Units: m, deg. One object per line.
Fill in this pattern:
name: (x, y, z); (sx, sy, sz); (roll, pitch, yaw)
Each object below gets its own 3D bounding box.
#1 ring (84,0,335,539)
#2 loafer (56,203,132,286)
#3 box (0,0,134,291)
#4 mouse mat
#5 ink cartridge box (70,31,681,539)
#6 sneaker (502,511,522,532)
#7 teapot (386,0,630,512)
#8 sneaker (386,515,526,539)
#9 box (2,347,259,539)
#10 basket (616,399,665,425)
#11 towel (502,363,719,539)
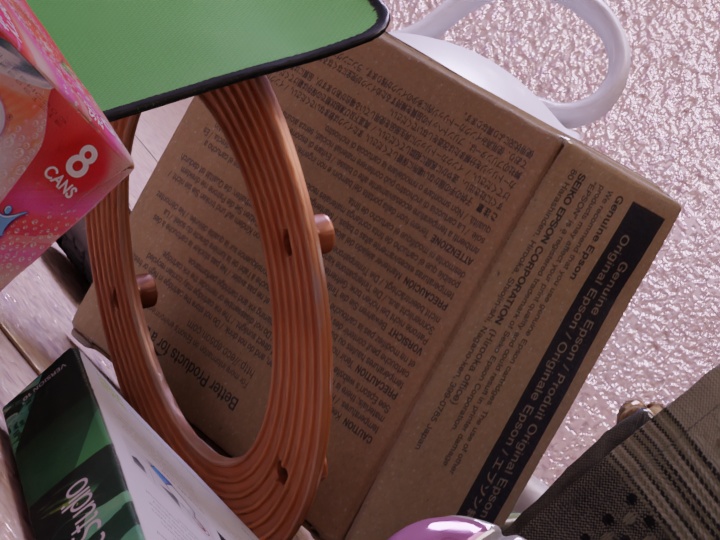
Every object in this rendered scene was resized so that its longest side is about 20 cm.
ring: (-0.051, -0.001, 0.942); (0.200, 0.019, 0.202); (36, -48, 55)
loafer: (-0.075, 0.002, 1.251); (0.073, 0.071, 0.200); (50, 3, 25)
box: (-0.155, -0.075, 0.767); (0.103, 0.095, 0.200); (48, 3, -41)
mouse mat: (-0.108, -0.088, 0.892); (0.161, 0.199, 0.008); (-128, -153, -47)
ink cartridge box: (0.000, 0.000, 1.022); (0.075, 0.165, 0.200); (24, 7, -42)
sneaker: (0.041, 0.134, 1.117); (0.067, 0.090, 0.200); (47, 3, -15)
teapot: (0.047, -0.009, 1.195); (0.145, 0.201, 0.198); (7, 25, 1)
sneaker: (0.056, 0.174, 0.876); (0.201, 0.080, 0.088); (56, -38, 2)
box: (-0.035, 0.113, 0.780); (0.144, 0.036, 0.200); (48, 2, -22)
basket: (0.155, 0.160, 1.051); (0.148, 0.201, 0.143); (9, 2, -1)
towel: (0.116, 0.158, 0.934); (0.200, 0.192, 0.035); (51, 3, 6)
